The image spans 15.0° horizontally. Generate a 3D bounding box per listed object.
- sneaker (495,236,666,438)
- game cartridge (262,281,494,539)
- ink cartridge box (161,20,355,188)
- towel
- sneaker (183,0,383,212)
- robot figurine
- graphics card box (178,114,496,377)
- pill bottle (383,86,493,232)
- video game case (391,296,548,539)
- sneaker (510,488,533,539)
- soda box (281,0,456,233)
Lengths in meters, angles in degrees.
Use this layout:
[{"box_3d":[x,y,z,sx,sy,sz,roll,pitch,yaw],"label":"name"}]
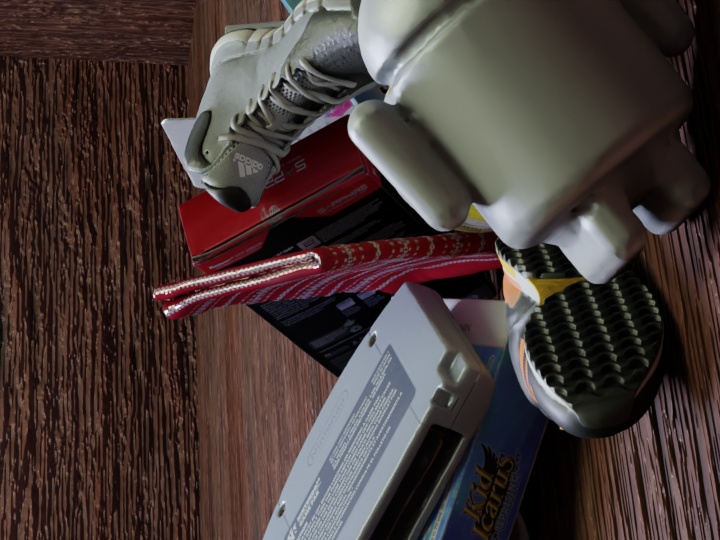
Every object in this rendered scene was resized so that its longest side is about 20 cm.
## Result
[{"box_3d":[0.114,0.049,1.369,0.200,0.069,0.091,-105,4,-65],"label":"sneaker"},{"box_3d":[0.005,0.113,1.543,0.201,0.041,0.133,-62,18,15],"label":"game cartridge"},{"box_3d":[-0.020,-0.109,1.750,0.115,0.198,0.068,68,-160,-67],"label":"ink cartridge box"},{"box_3d":[0.000,0.000,1.555,0.144,0.199,0.023,-14,85,44],"label":"towel"},{"box_3d":[-0.040,-0.087,1.567,0.200,0.075,0.116,-15,48,60],"label":"sneaker"},{"box_3d":[0.076,-0.091,1.276,0.200,0.169,0.113,52,161,6],"label":"robot figurine"},{"box_3d":[-0.011,-0.012,1.695,0.200,0.125,0.051,41,-154,-54],"label":"graphics card box"},{"box_3d":[0.071,-0.080,1.477,0.200,0.110,0.112,154,118,-77],"label":"pill bottle"},{"box_3d":[0.038,0.115,1.571,0.181,0.045,0.201,-1,69,68],"label":"video game case"},{"box_3d":[0.058,0.173,1.665,0.109,0.070,0.201,-95,14,-49],"label":"sneaker"},{"box_3d":[0.022,-0.122,1.648,0.200,0.068,0.064,56,-177,22],"label":"soda box"}]
